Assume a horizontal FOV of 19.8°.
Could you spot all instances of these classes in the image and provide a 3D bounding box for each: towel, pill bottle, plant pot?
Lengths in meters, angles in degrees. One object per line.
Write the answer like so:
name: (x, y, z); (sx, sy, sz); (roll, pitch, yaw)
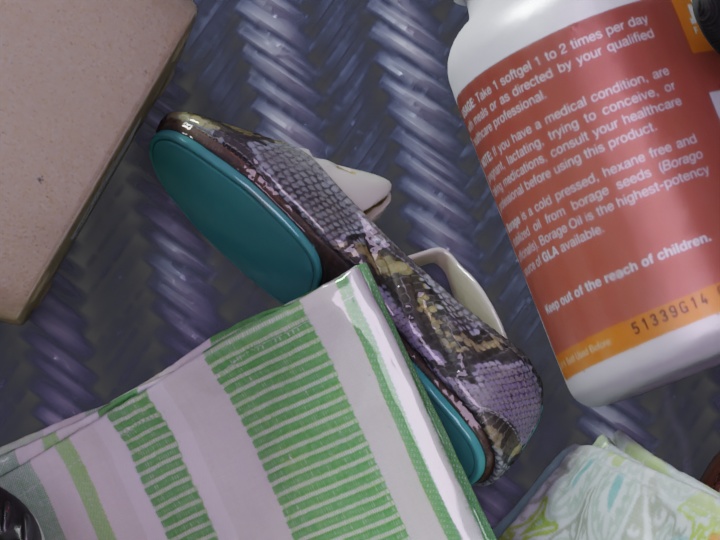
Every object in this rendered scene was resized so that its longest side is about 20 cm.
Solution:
towel: (0.065, 0.154, 0.767); (0.048, 0.171, 0.200); (42, 85, -18)
pill bottle: (0.102, -0.056, 0.823); (0.112, 0.112, 0.200); (-21, 82, -1)
towel: (-0.052, 0.105, 0.816); (0.200, 0.023, 0.153); (-29, 82, 19)
plant pot: (-0.174, -0.079, 0.806); (0.177, 0.200, 0.200); (30, 84, -7)

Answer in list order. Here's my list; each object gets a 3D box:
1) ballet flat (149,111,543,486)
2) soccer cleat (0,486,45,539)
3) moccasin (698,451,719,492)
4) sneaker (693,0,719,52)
ballet flat: (0.000, 0.000, 0.850); (0.072, 0.072, 0.200); (-44, 83, -4)
soccer cleat: (-0.201, 0.089, 0.835); (0.200, 0.073, 0.068); (32, 58, 26)
moccasin: (0.145, 0.163, 0.807); (0.074, 0.078, 0.202); (17, 83, 4)
sneaker: (0.166, -0.141, 0.807); (0.076, 0.200, 0.115); (-44, 66, 32)
